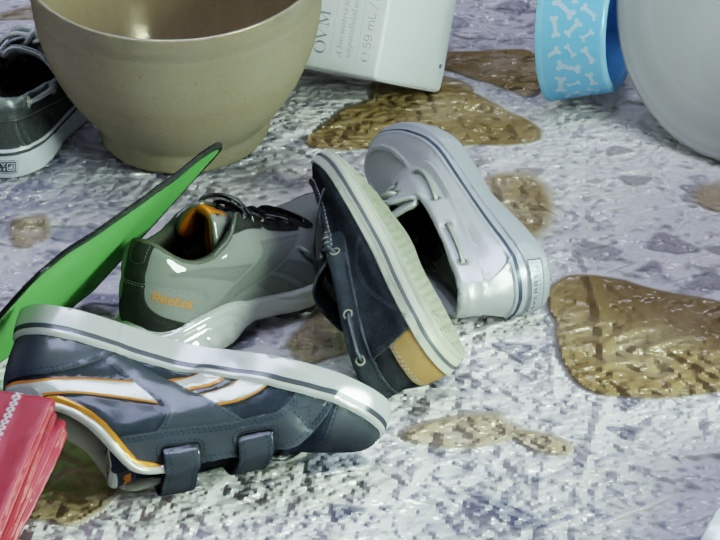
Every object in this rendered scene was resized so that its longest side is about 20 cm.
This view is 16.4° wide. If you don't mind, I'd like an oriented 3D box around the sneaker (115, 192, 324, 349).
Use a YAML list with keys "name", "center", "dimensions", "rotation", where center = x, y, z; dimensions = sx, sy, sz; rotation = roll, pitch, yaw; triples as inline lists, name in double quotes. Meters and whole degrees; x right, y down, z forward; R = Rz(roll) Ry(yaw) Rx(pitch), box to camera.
- name: "sneaker"
  center: [-0.067, -0.012, 1.458]
  dimensions: [0.074, 0.080, 0.200]
  rotation: [16, 28, 32]

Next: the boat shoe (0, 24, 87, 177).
- name: "boat shoe"
  center: [-0.226, -0.133, 1.717]
  dimensions: [0.073, 0.069, 0.200]
  rotation: [6, 26, 12]

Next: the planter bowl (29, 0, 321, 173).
- name: "planter bowl"
  center: [-0.121, -0.151, 1.658]
  dimensions: [0.198, 0.136, 0.201]
  rotation: [0, 38, 0]

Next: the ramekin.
- name: "ramekin"
  center: [0.278, -0.179, 1.689]
  dimensions: [0.201, 0.204, 0.094]
  rotation: [22, 21, 38]

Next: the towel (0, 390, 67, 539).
- name: "towel"
  center: [-0.255, 0.110, 1.213]
  dimensions: [0.198, 0.023, 0.145]
  rotation: [8, 52, 16]

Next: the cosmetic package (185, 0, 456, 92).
- name: "cosmetic package"
  center: [-0.036, -0.245, 1.773]
  dimensions: [0.199, 0.201, 0.123]
  rotation: [12, 4, 25]

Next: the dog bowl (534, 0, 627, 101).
- name: "dog bowl"
  center: [0.175, -0.205, 1.782]
  dimensions: [0.049, 0.112, 0.201]
  rotation: [7, 48, 20]

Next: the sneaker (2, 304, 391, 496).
- name: "sneaker"
  center: [-0.087, 0.080, 1.277]
  dimensions: [0.198, 0.079, 0.080]
  rotation: [12, 69, -3]

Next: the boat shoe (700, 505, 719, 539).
- name: "boat shoe"
  center: [0.228, 0.115, 1.226]
  dimensions: [0.065, 0.074, 0.200]
  rotation: [19, 41, 25]

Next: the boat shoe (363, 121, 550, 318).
- name: "boat shoe"
  center: [0.040, -0.034, 1.511]
  dimensions: [0.066, 0.074, 0.200]
  rotation: [-10, 28, -25]

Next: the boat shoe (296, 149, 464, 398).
- name: "boat shoe"
  center: [0.000, 0.000, 1.423]
  dimensions: [0.062, 0.075, 0.201]
  rotation: [-36, 41, 10]

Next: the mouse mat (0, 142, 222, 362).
- name: "mouse mat"
  center: [-0.163, 0.009, 1.359]
  dimensions: [0.008, 0.161, 0.200]
  rotation: [47, 35, 3]
